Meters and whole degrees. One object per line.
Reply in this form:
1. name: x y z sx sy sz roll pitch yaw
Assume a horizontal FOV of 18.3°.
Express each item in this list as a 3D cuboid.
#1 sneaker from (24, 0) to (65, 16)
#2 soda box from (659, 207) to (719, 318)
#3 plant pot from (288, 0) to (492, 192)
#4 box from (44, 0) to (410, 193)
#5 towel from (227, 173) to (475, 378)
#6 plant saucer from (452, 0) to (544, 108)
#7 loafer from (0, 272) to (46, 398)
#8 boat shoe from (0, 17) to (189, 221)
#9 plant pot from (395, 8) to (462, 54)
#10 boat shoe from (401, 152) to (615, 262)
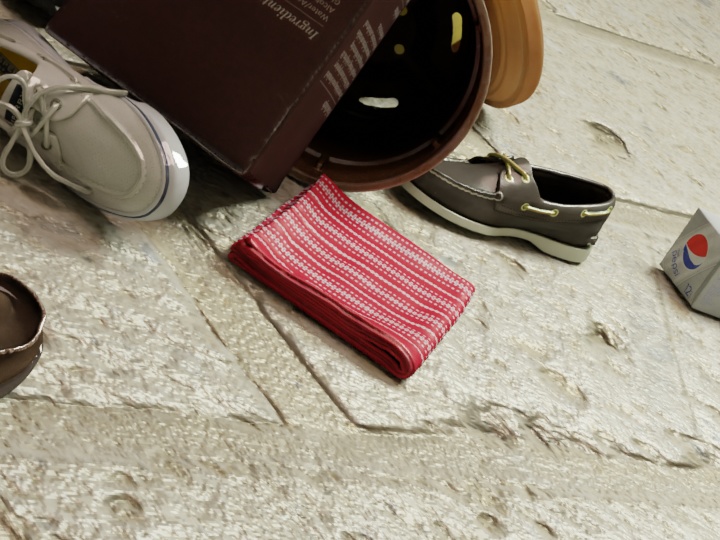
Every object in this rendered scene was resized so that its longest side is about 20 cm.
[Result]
1. sneaker: -0.213 -0.244 1.647 0.074 0.080 0.200 31 22 -9
2. soda box: 0.356 0.016 1.911 0.199 0.064 0.068 20 24 -32
3. plant pot: 0.006 -0.175 1.670 0.200 0.201 0.198 33 14 -1
4. box: -0.074 -0.181 1.476 0.164 0.200 0.166 36 0 4
5. towel: 0.000 0.000 1.496 0.144 0.023 0.200 35 21 3
6. plant saucer: 0.095 -0.237 1.954 0.032 0.201 0.200 -21 48 -20
7. loafer: -0.215 0.022 1.070 0.073 0.071 0.200 42 22 21
8. boat shoe: -0.194 -0.097 1.357 0.202 0.075 0.086 41 21 28
9. plant pot: 0.022 -0.236 1.854 0.142 0.200 0.200 57 21 -4
10. boat shoe: 0.116 -0.062 1.742 0.201 0.061 0.072 15 27 -40
